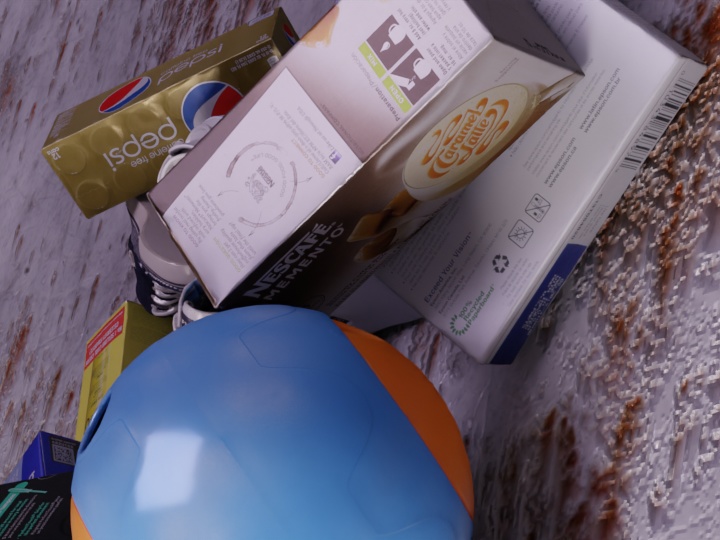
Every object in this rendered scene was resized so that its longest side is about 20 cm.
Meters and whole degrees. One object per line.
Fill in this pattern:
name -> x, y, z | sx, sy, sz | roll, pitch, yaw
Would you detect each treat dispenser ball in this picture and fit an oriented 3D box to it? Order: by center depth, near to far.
treat dispenser ball -> -0.044, 0.118, 0.934 | 0.201, 0.201, 0.201 | -43, 35, 40

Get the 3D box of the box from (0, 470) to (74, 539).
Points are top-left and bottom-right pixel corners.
box -> -0.197, 0.217, 1.136 | 0.200, 0.149, 0.124 | -13, 23, 21

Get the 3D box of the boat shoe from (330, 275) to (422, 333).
boat shoe -> 0.000, 0.000, 1.158 | 0.200, 0.071, 0.070 | -38, 38, 53

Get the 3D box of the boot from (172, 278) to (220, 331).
boot -> -0.116, 0.063, 1.209 | 0.200, 0.073, 0.096 | -52, -26, -47

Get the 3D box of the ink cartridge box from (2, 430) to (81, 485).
ink cartridge box -> -0.187, 0.193, 1.271 | 0.200, 0.136, 0.076 | -53, 33, 26

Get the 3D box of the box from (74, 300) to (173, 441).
box -> -0.179, 0.126, 1.408 | 0.075, 0.050, 0.200 | -41, 35, 43

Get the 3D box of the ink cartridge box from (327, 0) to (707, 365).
ink cartridge box -> 0.056, -0.084, 1.029 | 0.200, 0.041, 0.200 | 41, 107, 27

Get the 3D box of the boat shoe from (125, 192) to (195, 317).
boat shoe -> -0.130, 0.000, 1.382 | 0.200, 0.074, 0.093 | -122, 27, -67

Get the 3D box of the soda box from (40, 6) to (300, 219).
soda box -> -0.131, -0.115, 1.386 | 0.200, 0.068, 0.064 | -23, 26, 17

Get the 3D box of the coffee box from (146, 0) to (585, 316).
coffee box -> 0.002, -0.069, 0.968 | 0.200, 0.114, 0.080 | -43, 66, 19

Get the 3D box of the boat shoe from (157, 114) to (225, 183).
boat shoe -> -0.099, -0.061, 1.231 | 0.074, 0.065, 0.200 | -66, 21, 13
